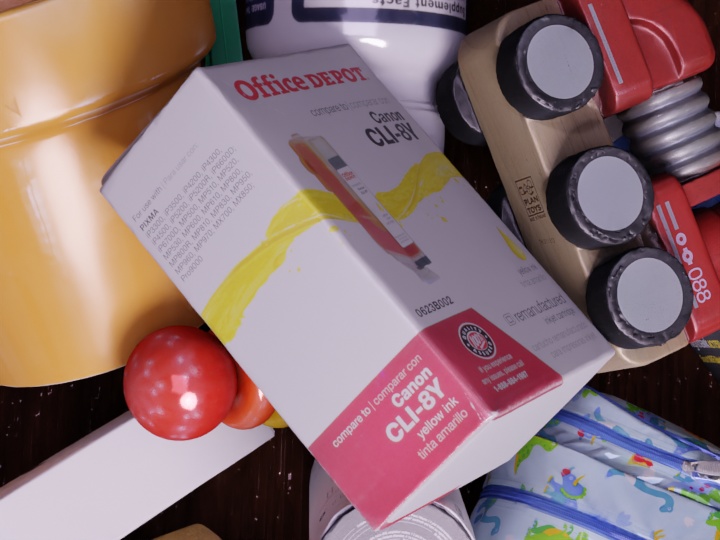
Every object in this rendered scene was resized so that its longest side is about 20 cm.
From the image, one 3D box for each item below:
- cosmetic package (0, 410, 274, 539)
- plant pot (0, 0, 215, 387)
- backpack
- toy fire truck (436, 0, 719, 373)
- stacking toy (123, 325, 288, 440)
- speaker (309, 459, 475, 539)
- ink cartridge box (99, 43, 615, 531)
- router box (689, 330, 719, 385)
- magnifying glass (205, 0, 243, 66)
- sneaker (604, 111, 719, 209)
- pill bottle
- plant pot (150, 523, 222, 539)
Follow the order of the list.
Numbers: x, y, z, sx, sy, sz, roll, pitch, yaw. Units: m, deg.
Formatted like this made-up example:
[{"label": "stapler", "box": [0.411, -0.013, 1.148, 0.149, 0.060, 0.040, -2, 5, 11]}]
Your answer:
[{"label": "cosmetic package", "box": [-0.143, 0.116, 1.034, 0.199, 0.082, 0.051, -31, 93, -34]}, {"label": "plant pot", "box": [-0.153, -0.051, 1.035, 0.198, 0.200, 0.185, -17, 107, -3]}, {"label": "backpack", "box": [0.153, 0.146, 1.068, 0.198, 0.163, 0.155, 9, 81, 4]}, {"label": "toy fire truck", "box": [0.166, -0.065, 1.015, 0.199, 0.129, 0.177, -22, 91, -23]}, {"label": "stacking toy", "box": [-0.029, 0.048, 1.035, 0.199, 0.085, 0.086, -10, 91, -40]}, {"label": "speaker", "box": [0.013, 0.126, 1.028, 0.080, 0.200, 0.082, 0, 96, -2]}, {"label": "ink cartridge box", "box": [0.000, 0.000, 0.940, 0.200, 0.145, 0.083, 49, 117, 12]}, {"label": "router box", "box": [0.239, 0.069, 1.040, 0.051, 0.200, 0.150, -38, 91, -5]}, {"label": "magnifying glass", "box": [-0.071, -0.123, 1.093, 0.022, 0.080, 0.202, -5, 80, -7]}, {"label": "sneaker", "box": [0.178, -0.028, 1.097, 0.198, 0.077, 0.112, 3, 87, -2]}, {"label": "pill bottle", "box": [-0.002, -0.157, 1.069, 0.115, 0.116, 0.202, 2, 90, -3]}, {"label": "plant pot", "box": [-0.128, 0.226, 1.048, 0.200, 0.186, 0.187, -39, 92, -17]}]
